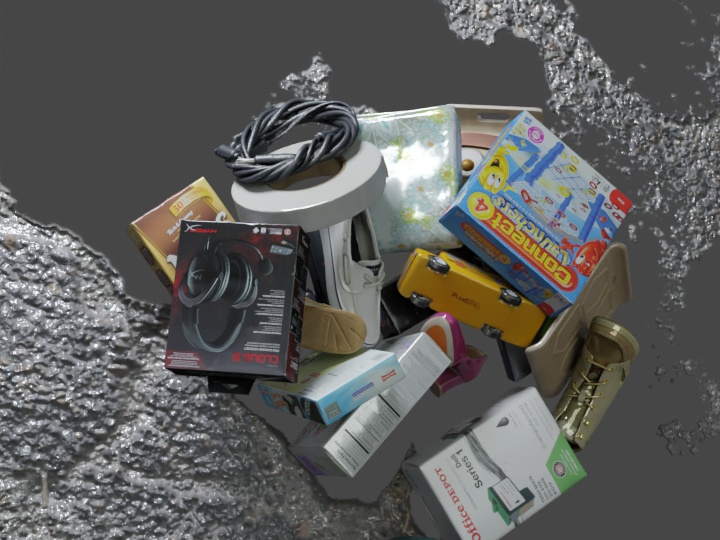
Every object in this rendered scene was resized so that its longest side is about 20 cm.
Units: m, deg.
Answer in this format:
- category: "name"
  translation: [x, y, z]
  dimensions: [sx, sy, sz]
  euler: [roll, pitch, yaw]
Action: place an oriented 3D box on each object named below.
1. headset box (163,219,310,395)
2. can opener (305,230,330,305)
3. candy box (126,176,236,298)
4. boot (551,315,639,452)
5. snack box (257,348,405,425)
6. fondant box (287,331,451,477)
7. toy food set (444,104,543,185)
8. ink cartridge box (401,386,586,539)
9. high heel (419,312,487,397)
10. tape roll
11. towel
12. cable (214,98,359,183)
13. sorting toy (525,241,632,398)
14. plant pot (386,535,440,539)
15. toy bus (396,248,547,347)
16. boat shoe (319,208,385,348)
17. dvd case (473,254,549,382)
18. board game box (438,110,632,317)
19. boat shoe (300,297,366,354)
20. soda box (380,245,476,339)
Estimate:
- category: "headset box"
  translation: [-0.145, 0.047, 1.268]
  dimensions: [0.148, 0.077, 0.201]
  euler: [4, 77, 9]
- category: "can opener"
  translation: [-0.053, 0.000, 1.422]
  dimensions: [0.078, 0.063, 0.201]
  euler: [-6, 82, -29]
- category: "candy box"
  translation: [-0.196, -0.005, 1.374]
  dimensions: [0.117, 0.056, 0.200]
  euler: [-37, 93, -22]
- category: "boot"
  translation: [0.314, 0.162, 1.472]
  dimensions: [0.073, 0.200, 0.156]
  euler: [29, 71, 21]
- category: "snack box"
  translation: [-0.041, 0.138, 1.326]
  dimensions: [0.116, 0.200, 0.037]
  euler: [-29, 102, -22]
- category: "fondant box"
  translation: [0.009, 0.173, 1.369]
  dimensions: [0.058, 0.144, 0.200]
  euler: [48, 68, -8]
- category: "toy food set"
  translation: [0.178, -0.143, 1.490]
  dimensions: [0.143, 0.060, 0.201]
  euler: [4, 62, 10]
- category: "ink cartridge box"
  translation: [0.178, 0.270, 1.436]
  dimensions: [0.200, 0.084, 0.146]
  euler: [-32, 91, -17]
- category: "high heel"
  translation: [0.135, 0.096, 1.413]
  dimensions: [0.096, 0.200, 0.067]
  euler: [-34, 57, -18]
- category: "tape roll"
  translation: [-0.066, -0.112, 1.373]
  dimensions: [0.202, 0.203, 0.037]
  euler: [-29, 123, -23]
- category: "towel"
  translation: [0.053, -0.122, 1.444]
  dimensions: [0.171, 0.048, 0.201]
  euler: [-5, 76, 17]
- category: "cable"
  translation: [-0.084, -0.176, 1.398]
  dimensions: [0.200, 0.163, 0.051]
  euler: [-28, 120, -24]
- category: "sorting toy"
  translation: [0.302, 0.069, 1.481]
  dimensions: [0.036, 0.185, 0.200]
  euler: [35, 78, 29]
- category: "plant pot"
  translation: [0.056, 0.424, 1.320]
  dimensions: [0.161, 0.200, 0.201]
  euler: [-20, 87, -36]
- category: "toy bus"
  translation: [0.147, 0.031, 1.406]
  dimensions: [0.200, 0.078, 0.065]
  euler: [24, 110, -12]
- category: "boat shoe"
  translation: [0.000, 0.000, 1.381]
  dimensions: [0.072, 0.066, 0.201]
  euler: [-2, 80, -47]
- category: "dvd case"
  translation: [0.246, 0.038, 1.507]
  dimensions: [0.150, 0.025, 0.200]
  euler: [-29, 116, -24]
- category: "board game box"
  translation: [0.234, -0.077, 1.405]
  dimensions: [0.200, 0.056, 0.196]
  euler: [39, 59, -5]
- category: "boat shoe"
  translation: [-0.091, 0.065, 1.338]
  dimensions: [0.199, 0.069, 0.074]
  euler: [17, 83, 3]
- category: "soda box"
  translation: [0.104, 0.018, 1.478]
  dimensions: [0.200, 0.063, 0.071]
  euler: [-29, 91, -24]
